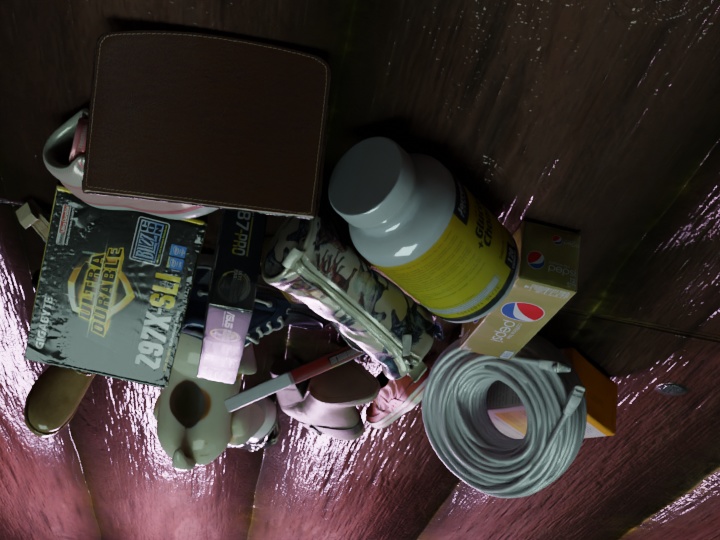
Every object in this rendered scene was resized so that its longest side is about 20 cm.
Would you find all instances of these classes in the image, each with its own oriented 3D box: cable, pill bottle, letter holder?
[{"bbox_3d":[0.170,0.165,1.412,0.199,0.202,0.069,25,-156,30],"label":"cable"},{"bbox_3d":[0.059,-0.039,1.114,0.111,0.113,0.200,-10,148,33],"label":"pill bottle"},{"bbox_3d":[-0.127,-0.128,1.032,0.198,0.144,0.101,6,-175,-1],"label":"letter holder"}]

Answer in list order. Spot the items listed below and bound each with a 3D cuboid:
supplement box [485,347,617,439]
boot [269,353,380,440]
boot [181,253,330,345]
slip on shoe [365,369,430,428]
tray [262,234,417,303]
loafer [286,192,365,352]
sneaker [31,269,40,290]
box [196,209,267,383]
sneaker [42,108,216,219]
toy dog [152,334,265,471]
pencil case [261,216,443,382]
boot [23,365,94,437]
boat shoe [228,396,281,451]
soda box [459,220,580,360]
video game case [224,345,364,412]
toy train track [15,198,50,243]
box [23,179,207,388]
[{"bbox_3d":[0.209,0.164,1.512,0.198,0.074,0.126,-12,147,35],"label":"supplement box"},{"bbox_3d":[-0.030,0.179,1.601,0.199,0.071,0.147,11,147,38],"label":"boot"},{"bbox_3d":[-0.121,0.056,1.379,0.198,0.091,0.073,19,152,-25],"label":"boot"},{"bbox_3d":[0.045,0.159,1.579,0.061,0.074,0.200,45,157,3],"label":"slip on shoe"},{"bbox_3d":[0.000,0.000,1.297,0.198,0.037,0.099,0,152,20],"label":"tray"},{"bbox_3d":[-0.030,0.017,1.228,0.072,0.073,0.201,-12,126,26],"label":"loafer"},{"bbox_3d":[-0.303,0.006,1.365,0.199,0.072,0.080,-22,135,38],"label":"sneaker"},{"bbox_3d":[-0.128,0.004,1.205,0.049,0.163,0.200,11,153,-6],"label":"box"},{"bbox_3d":[-0.209,-0.102,1.115,0.198,0.076,0.105,1,158,25],"label":"sneaker"},{"bbox_3d":[-0.203,0.124,1.459,0.138,0.194,0.202,15,122,16],"label":"toy dog"},{"bbox_3d":[-0.009,0.025,1.140,0.200,0.078,0.089,40,-179,-31],"label":"pencil case"},{"bbox_3d":[-0.347,0.111,1.489,0.066,0.176,0.200,32,151,-12],"label":"boot"},{"bbox_3d":[-0.152,0.229,1.770,0.063,0.071,0.200,19,160,-18],"label":"boat shoe"},{"bbox_3d":[0.165,0.025,1.257,0.063,0.068,0.200,13,154,-8],"label":"soda box"},{"bbox_3d":[-0.050,0.114,1.425,0.199,0.018,0.143,-21,175,-41],"label":"video game case"},{"bbox_3d":[-0.308,0.008,1.313,0.114,0.033,0.200,-30,107,33],"label":"toy train track"},{"bbox_3d":[-0.259,0.014,1.261,0.158,0.049,0.202,13,111,-12],"label":"box"}]
